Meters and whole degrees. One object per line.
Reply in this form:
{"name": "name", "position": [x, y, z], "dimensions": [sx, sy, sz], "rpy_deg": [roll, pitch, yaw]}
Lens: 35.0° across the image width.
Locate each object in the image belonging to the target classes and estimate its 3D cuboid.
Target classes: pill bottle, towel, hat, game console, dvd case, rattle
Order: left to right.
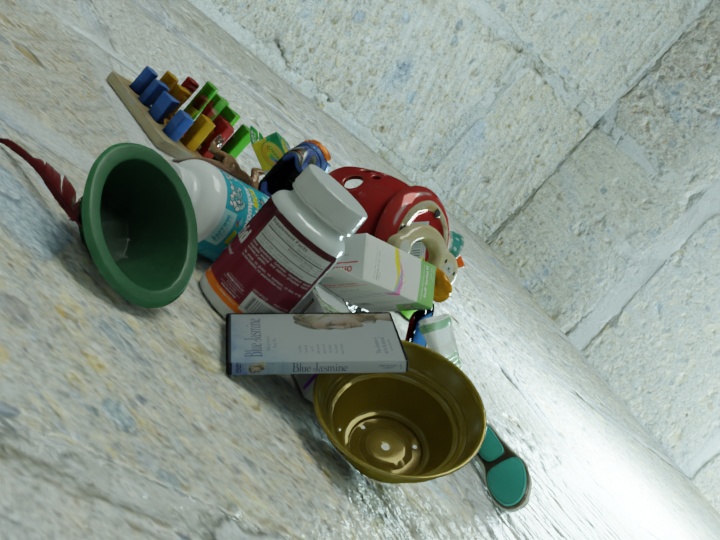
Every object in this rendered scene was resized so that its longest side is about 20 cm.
{"name": "hat", "position": [-0.292, -0.042, 1.227], "dimensions": [0.165, 0.175, 0.201], "rpy_deg": [34, 51, -48]}
{"name": "pill bottle", "position": [-0.191, -0.073, 1.461], "dimensions": [0.111, 0.111, 0.200], "rpy_deg": [50, 13, 33]}
{"name": "pill bottle", "position": [-0.092, -0.024, 1.388], "dimensions": [0.114, 0.200, 0.114], "rpy_deg": [41, 10, -9]}
{"name": "dvd case", "position": [-0.053, 0.080, 1.290], "dimensions": [0.198, 0.018, 0.143], "rpy_deg": [0, 21, -7]}
{"name": "game console", "position": [0.116, 0.155, 1.683], "dimensions": [0.172, 0.119, 0.200], "rpy_deg": [44, 11, 7]}
{"name": "towel", "position": [0.123, 0.164, 1.619], "dimensions": [0.149, 0.030, 0.202], "rpy_deg": [-1, 78, -75]}
{"name": "rattle", "position": [0.139, -0.011, 1.726], "dimensions": [0.199, 0.142, 0.131], "rpy_deg": [1, 79, -44]}

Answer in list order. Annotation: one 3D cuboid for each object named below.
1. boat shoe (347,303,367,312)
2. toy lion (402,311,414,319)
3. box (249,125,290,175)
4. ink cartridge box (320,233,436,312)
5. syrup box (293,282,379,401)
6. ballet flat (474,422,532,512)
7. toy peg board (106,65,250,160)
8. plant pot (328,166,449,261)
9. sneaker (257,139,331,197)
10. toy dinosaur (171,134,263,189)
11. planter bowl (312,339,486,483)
{"name": "boat shoe", "position": [-0.020, 0.058, 1.769], "dimensions": [0.066, 0.057, 0.200], "rpy_deg": [9, -4, 18]}
{"name": "toy lion", "position": [0.064, 0.029, 2.169], "dimensions": [0.192, 0.069, 0.200], "rpy_deg": [52, 11, 5]}
{"name": "box", "position": [-0.105, -0.124, 1.701], "dimensions": [0.201, 0.048, 0.117], "rpy_deg": [64, 4, 5]}
{"name": "ink cartridge box", "position": [0.000, 0.000, 1.572], "dimensions": [0.117, 0.068, 0.199], "rpy_deg": [-5, -19, 40]}
{"name": "syrup box", "position": [-0.044, 0.094, 1.427], "dimensions": [0.079, 0.082, 0.200], "rpy_deg": [35, 14, -31]}
{"name": "ballet flat", "position": [0.209, 0.294, 1.656], "dimensions": [0.069, 0.069, 0.200], "rpy_deg": [37, 11, -28]}
{"name": "toy peg board", "position": [-0.285, -0.261, 1.889], "dimensions": [0.200, 0.098, 0.199], "rpy_deg": [50, 12, 34]}
{"name": "plant pot", "position": [0.033, -0.057, 1.833], "dimensions": [0.182, 0.202, 0.200], "rpy_deg": [14, -9, 38]}
{"name": "sneaker", "position": [-0.122, -0.097, 1.585], "dimensions": [0.075, 0.201, 0.078], "rpy_deg": [36, 18, 19]}
{"name": "toy dinosaur", "position": [-0.192, -0.130, 1.776], "dimensions": [0.199, 0.086, 0.136], "rpy_deg": [31, 22, -27]}
{"name": "planter bowl", "position": [0.036, 0.178, 1.291], "dimensions": [0.199, 0.084, 0.201], "rpy_deg": [9, 42, -8]}
